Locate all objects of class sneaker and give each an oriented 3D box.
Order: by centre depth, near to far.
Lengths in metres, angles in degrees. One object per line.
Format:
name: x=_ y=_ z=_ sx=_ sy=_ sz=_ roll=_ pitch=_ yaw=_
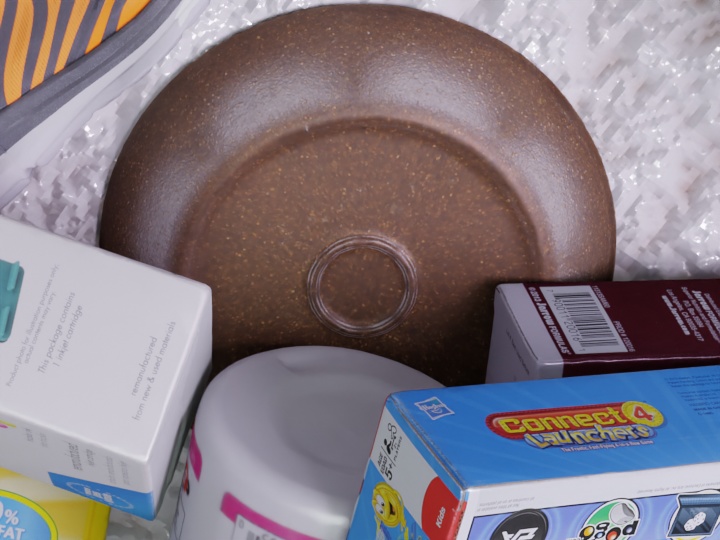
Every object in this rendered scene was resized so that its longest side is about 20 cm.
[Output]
sneaker: x=-0.122 y=-0.107 z=0.837 sx=0.112 sy=0.078 sz=0.200 roll=41 pitch=106 yaw=-19

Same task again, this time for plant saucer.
plant saucer: x=0.000 y=0.000 z=0.914 sx=0.200 sy=0.037 sz=0.201 roll=-1 pitch=114 yaw=-2

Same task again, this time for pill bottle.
pill bottle: x=-0.023 y=0.139 z=0.899 sx=0.113 sy=0.113 sz=0.201 roll=11 pitch=118 yaw=-8

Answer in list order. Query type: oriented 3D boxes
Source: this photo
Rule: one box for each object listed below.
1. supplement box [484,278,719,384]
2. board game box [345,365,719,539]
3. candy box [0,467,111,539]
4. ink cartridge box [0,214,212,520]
supplement box: x=0.147 y=0.061 z=0.915 sx=0.199 sy=0.061 sz=0.109 roll=-1 pitch=119 yaw=-13
board game box: x=0.081 y=0.131 z=0.842 sx=0.199 sy=0.056 sz=0.196 roll=-2 pitch=123 yaw=-31
candy box: x=-0.199 y=0.103 z=0.922 sx=0.199 sy=0.103 sz=0.026 roll=11 pitch=157 yaw=-8
ink cartridge box: x=-0.155 y=0.017 z=0.846 sx=0.199 sy=0.116 sz=0.067 roll=19 pitch=74 yaw=2
